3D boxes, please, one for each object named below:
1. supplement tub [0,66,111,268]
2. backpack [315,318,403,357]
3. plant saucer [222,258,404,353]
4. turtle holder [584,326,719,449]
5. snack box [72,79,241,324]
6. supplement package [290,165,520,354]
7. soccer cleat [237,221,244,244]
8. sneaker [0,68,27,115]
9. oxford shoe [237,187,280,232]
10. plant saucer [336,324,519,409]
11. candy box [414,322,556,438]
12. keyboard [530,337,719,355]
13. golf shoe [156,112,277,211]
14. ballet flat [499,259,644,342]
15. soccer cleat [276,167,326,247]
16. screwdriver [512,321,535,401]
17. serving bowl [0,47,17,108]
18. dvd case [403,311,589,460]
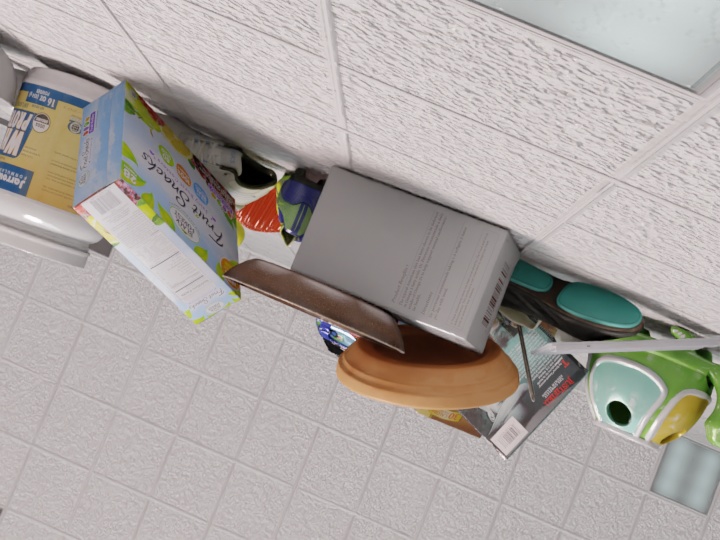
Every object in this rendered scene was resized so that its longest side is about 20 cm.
[{"bbox_3d":[-0.347,-0.117,1.247,0.143,0.203,0.145,18,177,1],"label":"supplement tub"},{"bbox_3d":[0.063,0.059,1.406,0.198,0.184,0.135,27,171,19],"label":"backpack"},{"bbox_3d":[-0.042,0.032,1.077,0.198,0.032,0.200,23,175,2],"label":"plant saucer"},{"bbox_3d":[0.346,0.138,1.237,0.183,0.133,0.141,22,175,10],"label":"turtle holder"},{"bbox_3d":[-0.208,-0.070,1.123,0.200,0.067,0.170,48,-159,-38],"label":"snack box"},{"bbox_3d":[0.048,-0.009,1.105,0.198,0.118,0.117,22,176,18],"label":"supplement package"},{"bbox_3d":[-0.263,-0.078,1.537,0.198,0.066,0.084,22,175,5],"label":"soccer cleat"},{"bbox_3d":[-0.423,-0.187,1.418,0.115,0.075,0.199,-29,140,36],"label":"sneaker"},{"bbox_3d":[-0.166,-0.111,1.470,0.198,0.071,0.073,22,-155,-35],"label":"oxford shoe"},{"bbox_3d":[0.073,0.097,1.154,0.197,0.038,0.200,3,-166,-1],"label":"plant saucer"},{"bbox_3d":[0.156,0.103,1.336,0.115,0.201,0.055,25,-163,-32],"label":"candy box"},{"bbox_3d":[0.278,0.079,1.119,0.197,0.011,0.056,0,172,-15],"label":"keyboard"},{"bbox_3d":[-0.180,-0.135,1.231,0.096,0.080,0.199,-9,157,42],"label":"golf shoe"},{"bbox_3d":[0.207,0.038,1.148,0.198,0.069,0.068,26,-137,28],"label":"ballet flat"},{"bbox_3d":[-0.077,-0.068,1.260,0.064,0.085,0.200,22,176,-6],"label":"soccer cleat"},{"bbox_3d":[0.174,0.070,1.185,0.028,0.202,0.029,18,134,-18],"label":"screwdriver"},{"bbox_3d":[-0.467,-0.253,1.185,0.198,0.067,0.200,22,176,2],"label":"serving bowl"},{"bbox_3d":[0.148,0.100,1.264,0.200,0.146,0.022,44,-163,15],"label":"dvd case"}]
